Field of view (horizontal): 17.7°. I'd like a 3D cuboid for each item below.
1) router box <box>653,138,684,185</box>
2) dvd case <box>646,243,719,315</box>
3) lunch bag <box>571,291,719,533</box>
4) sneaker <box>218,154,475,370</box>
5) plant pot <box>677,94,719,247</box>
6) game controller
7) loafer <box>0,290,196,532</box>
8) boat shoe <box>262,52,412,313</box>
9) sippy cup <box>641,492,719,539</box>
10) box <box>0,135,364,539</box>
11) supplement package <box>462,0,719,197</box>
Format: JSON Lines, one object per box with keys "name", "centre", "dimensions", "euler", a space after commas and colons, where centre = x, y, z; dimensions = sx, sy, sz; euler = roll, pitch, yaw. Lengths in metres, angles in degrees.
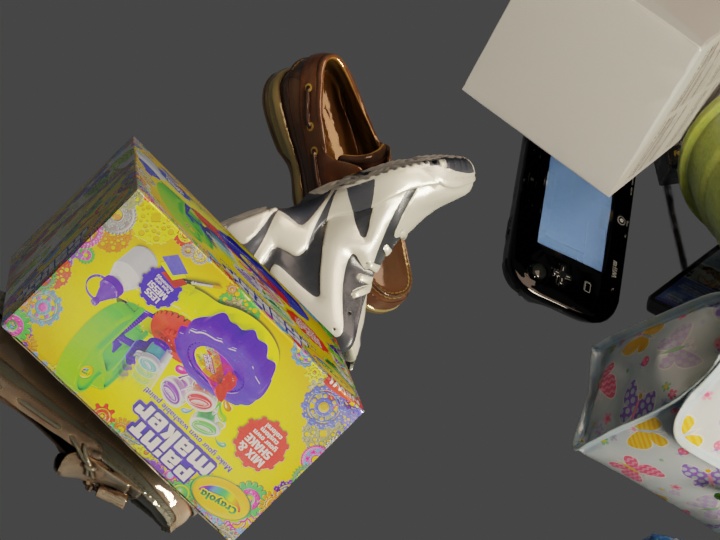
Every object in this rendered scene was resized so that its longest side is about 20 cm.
{"name": "router box", "centre": [0.340, -0.161, 1.993], "dimensions": [0.199, 0.051, 0.150], "euler": [-8, 73, -8]}
{"name": "dvd case", "centre": [0.351, 0.018, 1.946], "dimensions": [0.142, 0.018, 0.200], "euler": [28, 40, 29]}
{"name": "lunch bag", "centre": [0.290, 0.110, 1.793], "dimensions": [0.169, 0.200, 0.128], "euler": [31, 54, -25]}
{"name": "sneaker", "centre": [0.000, 0.000, 1.656], "dimensions": [0.198, 0.079, 0.130], "euler": [-20, 98, -9]}
{"name": "plant pot", "centre": [0.366, -0.030, 1.854], "dimensions": [0.200, 0.200, 0.185], "euler": [27, 38, -27]}
{"name": "game controller", "centre": [0.171, -0.053, 1.869], "dimensions": [0.104, 0.042, 0.201], "euler": [19, 59, -12]}
{"name": "loafer", "centre": [-0.193, 0.104, 1.510], "dimensions": [0.200, 0.072, 0.063], "euler": [47, 66, -4]}
{"name": "boat shoe", "centre": [-0.009, -0.067, 1.722], "dimensions": [0.072, 0.067, 0.201], "euler": [-15, 81, -41]}
{"name": "sippy cup", "centre": [0.258, 0.265, 1.754], "dimensions": [0.130, 0.140, 0.178], "euler": [22, 48, -16]}
{"name": "box", "centre": [-0.117, 0.040, 1.489], "dimensions": [0.200, 0.122, 0.193], "euler": [45, 5, -14]}
{"name": "supplement package", "centre": [0.211, -0.186, 1.841], "dimensions": [0.152, 0.151, 0.200], "euler": [37, 34, 12]}
